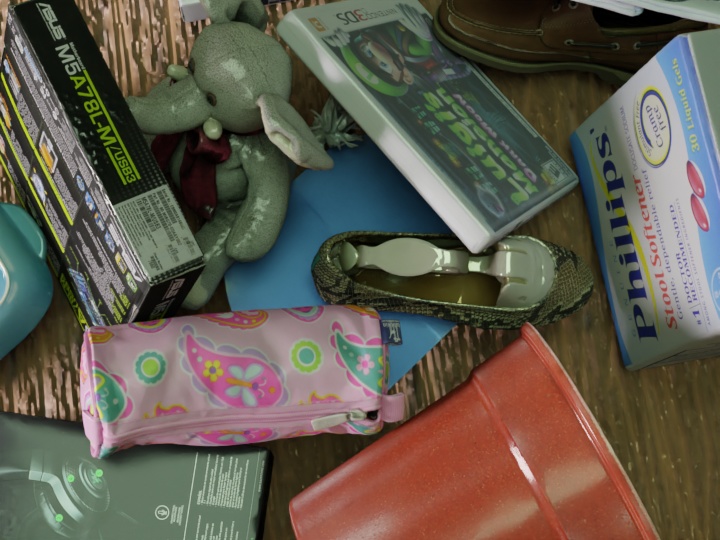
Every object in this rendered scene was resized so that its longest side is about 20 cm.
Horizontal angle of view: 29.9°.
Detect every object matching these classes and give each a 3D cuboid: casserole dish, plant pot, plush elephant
[{"bbox_3d":[-0.306,0.028,0.930,0.200,0.039,0.121,-40,80,2],"label":"casserole dish"},{"bbox_3d":[0.071,0.168,0.870,0.194,0.201,0.202,-29,81,1],"label":"plant pot"},{"bbox_3d":[-0.095,-0.100,0.903,0.199,0.155,0.165,-28,62,-5],"label":"plush elephant"}]

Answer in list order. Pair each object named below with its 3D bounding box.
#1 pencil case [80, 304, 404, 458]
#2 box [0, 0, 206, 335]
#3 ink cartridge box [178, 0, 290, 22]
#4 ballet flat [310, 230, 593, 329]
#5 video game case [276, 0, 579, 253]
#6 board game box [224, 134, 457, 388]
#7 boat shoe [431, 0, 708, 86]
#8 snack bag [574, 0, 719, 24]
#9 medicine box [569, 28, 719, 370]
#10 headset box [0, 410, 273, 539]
[{"bbox_3d":[-0.075,0.070,0.849,0.198,0.087,0.088,-3,78,-12],"label":"pencil case"},{"bbox_3d":[-0.181,-0.051,0.893,0.047,0.193,0.201,-24,79,-23],"label":"box"},{"bbox_3d":[-0.049,-0.258,1.021,0.198,0.039,0.100,-12,79,-4],"label":"ink cartridge box"},{"bbox_3d":[0.066,0.002,0.912,0.198,0.075,0.068,3,73,-3],"label":"ballet flat"},{"bbox_3d":[0.054,-0.112,0.938,0.200,0.182,0.023,49,121,7],"label":"video game case"},{"bbox_3d":[0.000,0.000,0.971,0.200,0.039,0.158,-43,79,-15],"label":"board game box"},{"bbox_3d":[0.155,-0.187,0.991,0.198,0.068,0.072,7,54,-6],"label":"boat shoe"},{"bbox_3d":[0.187,-0.214,0.964,0.198,0.189,0.022,11,117,-4],"label":"snack bag"},{"bbox_3d":[0.238,-0.043,0.903,0.102,0.200,0.184,-9,78,-15],"label":"medicine box"},{"bbox_3d":[-0.167,0.193,0.893,0.198,0.093,0.176,7,78,-1],"label":"headset box"}]
